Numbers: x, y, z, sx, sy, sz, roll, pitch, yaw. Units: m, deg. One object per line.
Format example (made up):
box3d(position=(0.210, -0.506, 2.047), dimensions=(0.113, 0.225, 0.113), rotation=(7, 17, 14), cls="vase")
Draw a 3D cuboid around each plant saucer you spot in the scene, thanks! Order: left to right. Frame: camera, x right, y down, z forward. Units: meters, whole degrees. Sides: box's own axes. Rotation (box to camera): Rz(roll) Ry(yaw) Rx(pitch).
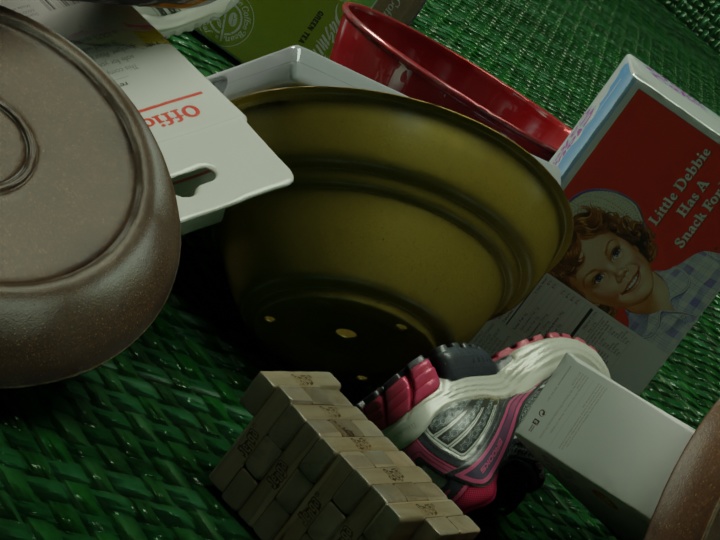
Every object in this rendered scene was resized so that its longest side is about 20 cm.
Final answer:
box3d(position=(-0.161, -0.044, 0.838), dimensions=(0.200, 0.032, 0.200), rotation=(17, 46, -18), cls="plant saucer")
box3d(position=(0.168, 0.118, 0.933), dimensions=(0.037, 0.201, 0.200), rotation=(22, 8, 28), cls="plant saucer")

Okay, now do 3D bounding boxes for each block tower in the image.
box3d(position=(0.022, 0.126, 0.845), dimensions=(0.200, 0.058, 0.054), rotation=(46, 19, 25), cls="block tower")

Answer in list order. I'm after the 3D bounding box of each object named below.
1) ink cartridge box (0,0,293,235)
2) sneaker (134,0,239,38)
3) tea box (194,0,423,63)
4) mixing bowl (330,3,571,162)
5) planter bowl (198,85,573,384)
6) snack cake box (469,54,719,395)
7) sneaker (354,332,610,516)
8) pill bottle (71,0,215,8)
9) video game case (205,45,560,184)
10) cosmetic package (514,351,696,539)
box3d(position=(-0.136, -0.066, 0.965), dimensions=(0.116, 0.068, 0.200), rotation=(-22, 54, -37), cls="ink cartridge box")
box3d(position=(-0.151, -0.172, 1.111), dimensions=(0.200, 0.088, 0.076), rotation=(-9, 39, -13), cls="sneaker")
box3d(position=(-0.049, -0.230, 1.548), dimensions=(0.197, 0.134, 0.200), rotation=(34, 17, -1), cls="tea box")
box3d(position=(0.049, -0.069, 1.304), dimensions=(0.200, 0.109, 0.200), rotation=(30, 11, -6), cls="mixing bowl")
box3d(position=(0.000, 0.000, 1.020), dimensions=(0.200, 0.200, 0.084), rotation=(27, 58, -27), cls="planter bowl")
box3d(position=(0.140, -0.007, 1.188), dimensions=(0.115, 0.200, 0.067), rotation=(34, 16, -6), cls="snack cake box")
box3d(position=(0.070, 0.083, 1.038), dimensions=(0.200, 0.081, 0.075), rotation=(-5, 61, -57), cls="sneaker")
box3d(position=(-0.137, -0.176, 0.915), dimensions=(0.116, 0.116, 0.200), rotation=(44, 28, 27), cls="pill bottle")
box3d(position=(-0.027, -0.056, 1.090), dimensions=(0.200, 0.182, 0.022), rotation=(21, 65, -43), cls="video game case")
box3d(position=(0.145, 0.110, 1.017), dimensions=(0.082, 0.051, 0.200), rotation=(29, -8, 29), cls="cosmetic package")
